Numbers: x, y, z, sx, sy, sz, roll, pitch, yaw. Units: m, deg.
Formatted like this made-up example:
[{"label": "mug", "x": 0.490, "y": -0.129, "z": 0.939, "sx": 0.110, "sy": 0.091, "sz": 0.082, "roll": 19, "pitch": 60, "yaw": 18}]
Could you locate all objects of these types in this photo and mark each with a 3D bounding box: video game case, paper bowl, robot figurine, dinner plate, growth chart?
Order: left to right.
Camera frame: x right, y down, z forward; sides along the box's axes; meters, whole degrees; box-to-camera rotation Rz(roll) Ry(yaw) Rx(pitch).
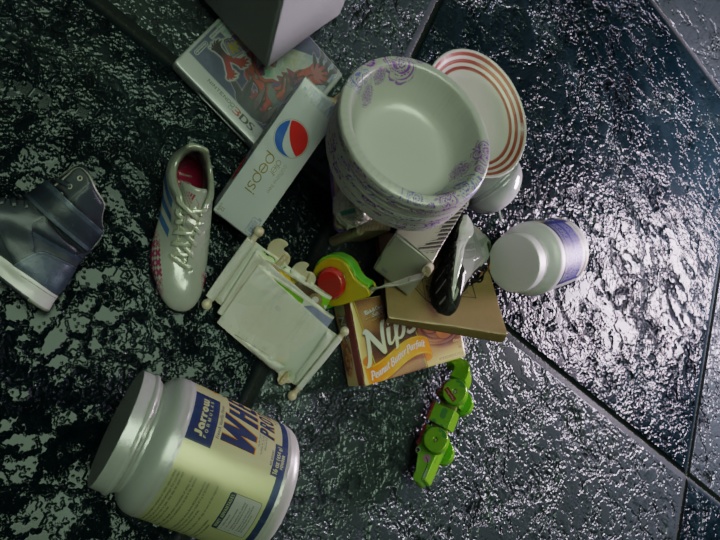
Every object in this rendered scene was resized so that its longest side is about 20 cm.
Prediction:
[{"label": "video game case", "x": -0.139, "y": -0.287, "z": 0.811, "sx": 0.182, "sy": 0.023, "sz": 0.203, "roll": 43, "pitch": 62, "yaw": -18}, {"label": "growth chart", "x": -0.106, "y": 0.056, "z": 0.735, "sx": 0.144, "sy": 0.018, "sz": 0.201, "roll": -43, "pitch": 107, "yaw": 0}, {"label": "paper bowl", "x": 0.051, "y": -0.146, "z": 0.690, "sx": 0.193, "sy": 0.104, "sz": 0.208, "roll": 8, "pitch": 67, "yaw": -18}, {"label": "dinner plate", "x": 0.175, "y": -0.239, "z": 0.865, "sx": 0.193, "sy": 0.024, "sz": 0.209, "roll": 6, "pitch": 78, "yaw": -28}, {"label": "robot figurine", "x": 0.196, "y": -0.181, "z": 0.945, "sx": 0.170, "sy": 0.112, "sz": 0.201, "roll": -46, "pitch": 105, "yaw": -20}]

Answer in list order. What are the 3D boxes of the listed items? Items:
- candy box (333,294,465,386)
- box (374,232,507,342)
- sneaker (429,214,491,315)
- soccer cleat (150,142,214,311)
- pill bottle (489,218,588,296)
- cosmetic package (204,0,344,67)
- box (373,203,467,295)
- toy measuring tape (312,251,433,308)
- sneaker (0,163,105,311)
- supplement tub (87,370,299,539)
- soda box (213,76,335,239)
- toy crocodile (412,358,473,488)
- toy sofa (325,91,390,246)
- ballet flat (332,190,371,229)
[{"label": "candy box", "x": 0.062, "y": 0.093, "z": 0.849, "sx": 0.194, "sy": 0.055, "sz": 0.120, "roll": -9, "pitch": 84, "yaw": -32}, {"label": "box", "x": 0.118, "y": 0.023, "z": 0.852, "sx": 0.193, "sy": 0.022, "sz": 0.167, "roll": 12, "pitch": 46, "yaw": -18}, {"label": "sneaker", "x": 0.155, "y": -0.006, "z": 0.830, "sx": 0.078, "sy": 0.075, "sz": 0.202, "roll": 31, "pitch": 42, "yaw": -3}, {"label": "soccer cleat", "x": -0.215, "y": -0.056, "z": 0.687, "sx": 0.068, "sy": 0.085, "sz": 0.209, "roll": 5, "pitch": 79, "yaw": -29}, {"label": "pill bottle", "x": 0.298, "y": -0.023, "z": 0.948, "sx": 0.197, "sy": 0.117, "sz": 0.125, "roll": -10, "pitch": 86, "yaw": -51}, {"label": "cosmetic package", "x": -0.123, "y": -0.428, "z": 0.736, "sx": 0.200, "sy": 0.166, "sz": 0.167, "roll": 46, "pitch": 64, "yaw": 0}, {"label": "box", "x": 0.097, "y": -0.062, "z": 0.842, "sx": 0.067, "sy": 0.083, "sz": 0.201, "roll": 35, "pitch": 45, "yaw": 1}, {"label": "toy measuring tape", "x": 0.000, "y": 0.000, "z": 0.765, "sx": 0.073, "sy": 0.194, "sz": 0.076, "roll": -17, "pitch": 89, "yaw": -70}, {"label": "sneaker", "x": -0.369, "y": -0.079, "z": 0.594, "sx": 0.202, "sy": 0.076, "sz": 0.148, "roll": 45, "pitch": 73, "yaw": -28}, {"label": "supplement tub", "x": -0.181, "y": 0.212, "z": 0.628, "sx": 0.197, "sy": 0.144, "sz": 0.149, "roll": 31, "pitch": 67, "yaw": -23}, {"label": "soda box", "x": -0.110, "y": -0.145, "z": 0.729, "sx": 0.063, "sy": 0.068, "sz": 0.202, "roll": 35, "pitch": 94, "yaw": -20}, {"label": "toy crocodile", "x": 0.126, "y": 0.231, "z": 0.865, "sx": 0.205, "sy": 0.060, "sz": 0.068, "roll": -64, "pitch": 148, "yaw": -18}, {"label": "toy sofa", "x": -0.025, "y": -0.145, "z": 0.821, "sx": 0.095, "sy": 0.082, "sz": 0.209, "roll": -4, "pitch": 84, "yaw": -34}, {"label": "ballet flat", "x": 0.043, "y": -0.120, "z": 0.775, "sx": 0.199, "sy": 0.071, "sz": 0.073, "roll": -43, "pitch": 103, "yaw": -33}]
